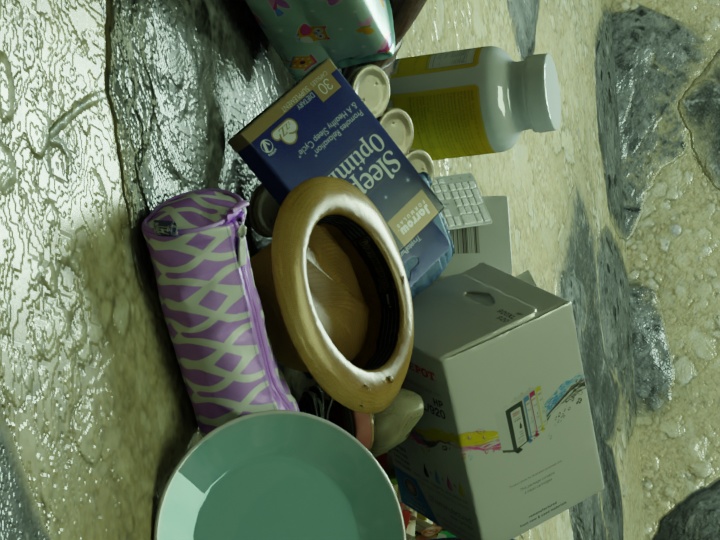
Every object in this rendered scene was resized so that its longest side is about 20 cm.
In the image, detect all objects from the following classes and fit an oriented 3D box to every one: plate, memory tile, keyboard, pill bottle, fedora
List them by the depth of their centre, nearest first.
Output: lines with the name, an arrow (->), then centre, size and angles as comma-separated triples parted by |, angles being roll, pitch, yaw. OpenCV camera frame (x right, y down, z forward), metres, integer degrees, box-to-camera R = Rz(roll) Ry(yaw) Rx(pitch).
plate -> -0.060, 0.204, 1.371 | 0.026, 0.199, 0.201 | 151, -60, -65
fedora -> -0.033, 0.024, 1.482 | 0.200, 0.082, 0.202 | 28, 56, -52
memory tile -> -0.015, -0.070, 1.654 | 0.200, 0.017, 0.154 | -52, 129, -26
keyboard -> 0.040, -0.058, 1.739 | 0.199, 0.011, 0.056 | -9, 64, -37
pill bottle -> 0.105, -0.175, 1.943 | 0.112, 0.199, 0.113 | -5, 90, -73

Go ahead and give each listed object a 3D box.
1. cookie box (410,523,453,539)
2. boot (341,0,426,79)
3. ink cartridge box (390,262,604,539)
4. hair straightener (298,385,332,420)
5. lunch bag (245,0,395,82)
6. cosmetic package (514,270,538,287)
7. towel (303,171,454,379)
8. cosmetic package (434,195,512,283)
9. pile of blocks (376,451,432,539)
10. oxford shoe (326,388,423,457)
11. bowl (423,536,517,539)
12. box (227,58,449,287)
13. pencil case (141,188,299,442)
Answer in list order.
cookie box -> 0.105, 0.313, 1.999 | 0.200, 0.075, 0.172 | -67, 147, -59
boot -> 0.030, -0.264, 1.778 | 0.187, 0.064, 0.200 | -90, -163, -48
ink cartridge box -> 0.111, 0.121, 1.691 | 0.147, 0.144, 0.201 | 24, -47, 56
hair straightener -> -0.045, 0.154, 1.562 | 0.041, 0.077, 0.201 | 113, -28, -75
lunch bag -> -0.044, -0.298, 1.631 | 0.170, 0.121, 0.201 | 57, 24, -54
cosmetic package -> 0.105, 0.091, 1.842 | 0.073, 0.199, 0.104 | 64, 5, 28
towel -> 0.000, 0.000, 1.636 | 0.200, 0.048, 0.112 | -41, 124, -33
cosmetic package -> 0.088, -0.010, 1.888 | 0.200, 0.107, 0.085 | 115, -28, -76
pile of blocks -> 0.045, 0.216, 1.823 | 0.200, 0.082, 0.062 | 65, 25, -49
oxford shoe -> 0.011, 0.141, 1.649 | 0.200, 0.074, 0.071 | 144, -63, -78
bowl -> 0.064, 0.277, 1.659 | 0.201, 0.200, 0.040 | -17, 100, -73
box -> -0.008, -0.069, 1.583 | 0.121, 0.032, 0.200 | -44, 101, -32
pencil case -> -0.101, 0.034, 1.387 | 0.084, 0.085, 0.201 | -55, 138, -54
